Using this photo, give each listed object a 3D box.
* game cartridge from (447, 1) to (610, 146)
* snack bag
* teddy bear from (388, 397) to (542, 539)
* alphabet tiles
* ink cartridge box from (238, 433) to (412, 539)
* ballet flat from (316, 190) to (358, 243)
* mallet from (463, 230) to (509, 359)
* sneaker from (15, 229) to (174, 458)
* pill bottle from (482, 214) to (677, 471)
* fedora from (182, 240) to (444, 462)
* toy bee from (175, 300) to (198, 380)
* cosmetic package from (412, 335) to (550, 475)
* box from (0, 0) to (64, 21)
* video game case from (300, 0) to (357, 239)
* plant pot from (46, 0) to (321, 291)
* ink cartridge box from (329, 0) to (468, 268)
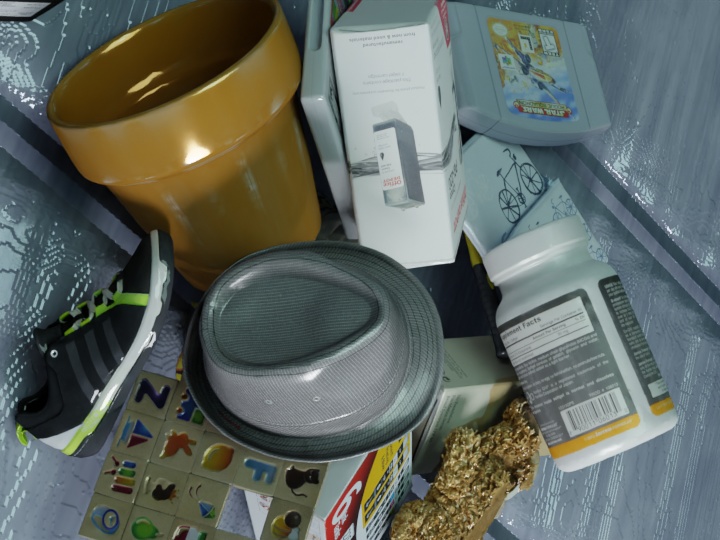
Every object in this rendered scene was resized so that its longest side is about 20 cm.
[{"bbox_3d":[0.161,-0.190,1.409,0.198,0.041,0.135,2,64,-35],"label":"game cartridge"},{"bbox_3d":[0.156,-0.048,1.367,0.201,0.021,0.189,55,36,-7],"label":"snack bag"},{"bbox_3d":[0.092,0.195,1.253,0.201,0.066,0.145,-51,152,-13],"label":"teddy bear"},{"bbox_3d":[-0.101,0.126,1.071,0.165,0.008,0.202,14,68,12],"label":"alphabet tiles"},{"bbox_3d":[-0.011,0.153,1.174,0.083,0.201,0.176,27,64,17],"label":"ink cartridge box"},{"bbox_3d":[0.000,0.000,1.279,0.072,0.072,0.201,-47,111,-29],"label":"ballet flat"},{"bbox_3d":[0.101,-0.012,1.322,0.065,0.041,0.202,17,49,-34],"label":"mallet"},{"bbox_3d":[-0.207,0.055,1.090,0.082,0.072,0.202,22,103,-18],"label":"sneaker"},{"bbox_3d":[0.186,0.062,1.240,0.116,0.116,0.202,-16,80,-34],"label":"pill bottle"},{"bbox_3d":[-0.038,0.045,1.046,0.197,0.090,0.179,2,67,6],"label":"fedora"},{"bbox_3d":[-0.103,0.079,1.162,0.130,0.109,0.201,21,48,13],"label":"toy bee"},{"bbox_3d":[0.121,0.120,1.322,0.198,0.071,0.106,-4,127,-34],"label":"cosmetic package"},{"bbox_3d":[-0.329,-0.277,1.066,0.198,0.086,0.166,-5,87,-35],"label":"box"},{"bbox_3d":[-0.017,-0.156,1.205,0.201,0.023,0.184,71,19,-57],"label":"video game case"},{"bbox_3d":[-0.121,-0.092,1.143,0.200,0.199,0.184,-43,125,-30],"label":"plant pot"},{"bbox_3d":[0.036,-0.119,1.190,0.146,0.084,0.202,-67,153,-67],"label":"ink cartridge box"}]
